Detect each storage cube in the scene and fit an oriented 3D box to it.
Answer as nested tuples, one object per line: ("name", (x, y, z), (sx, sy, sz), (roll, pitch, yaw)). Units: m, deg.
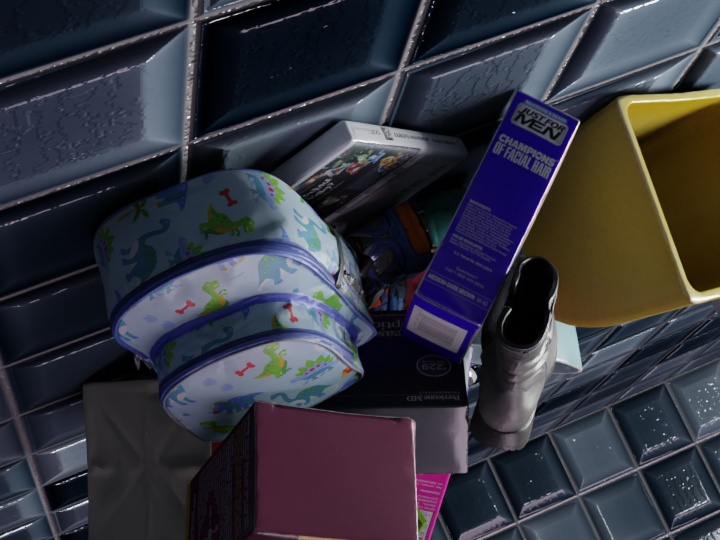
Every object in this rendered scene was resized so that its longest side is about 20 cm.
("storage cube", (-0.149, 0.188, 1.401), (0.199, 0.173, 0.179), (-6, 174, 35))

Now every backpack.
("backpack", (-0.092, 0.027, 1.060), (0.182, 0.148, 0.200), (-23, 146, 11))

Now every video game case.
("video game case", (-0.033, -0.057, 1.166), (0.199, 0.024, 0.181), (-33, 163, 29))

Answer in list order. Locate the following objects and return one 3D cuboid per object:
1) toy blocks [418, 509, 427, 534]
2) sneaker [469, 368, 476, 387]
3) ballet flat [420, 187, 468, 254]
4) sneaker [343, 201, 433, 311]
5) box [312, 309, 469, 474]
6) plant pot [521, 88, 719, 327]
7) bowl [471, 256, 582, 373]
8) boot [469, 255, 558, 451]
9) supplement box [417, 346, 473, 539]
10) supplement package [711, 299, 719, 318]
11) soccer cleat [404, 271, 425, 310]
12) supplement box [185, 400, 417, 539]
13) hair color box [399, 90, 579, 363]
("toy blocks", (-0.055, 0.183, 1.270), (0.136, 0.201, 0.100), (-24, 156, -30))
("sneaker", (0.042, 0.133, 1.468), (0.113, 0.077, 0.200), (-58, -163, -16))
("ballet flat", (0.081, -0.032, 1.371), (0.070, 0.068, 0.200), (0, 164, 2))
("sneaker", (0.000, 0.000, 1.260), (0.078, 0.076, 0.200), (-15, 159, -18))
("box", (-0.010, 0.103, 1.218), (0.198, 0.142, 0.079), (-1, 126, 0))
("plant pot", (0.262, -0.043, 1.373), (0.195, 0.196, 0.199), (-10, 168, -44))
("bowl", (0.146, 0.042, 1.525), (0.199, 0.106, 0.201), (10, 171, 2))
("boot", (0.138, 0.039, 1.167), (0.069, 0.201, 0.133), (9, 127, 2))
("supplement box", (0.039, 0.165, 1.378), (0.102, 0.102, 0.201), (12, 135, -2))
("supplement package", (0.436, -0.072, 1.517), (0.199, 0.192, 0.147), (-26, 164, 8))
("soccer cleat", (0.019, 0.031, 1.400), (0.200, 0.067, 0.077), (-45, -178, 43))
("supplement box", (-0.051, 0.188, 1.099), (0.130, 0.104, 0.200), (9, 151, -18))
("hair color box", (0.106, -0.034, 1.171), (0.109, 0.064, 0.201), (105, 11, -70))
